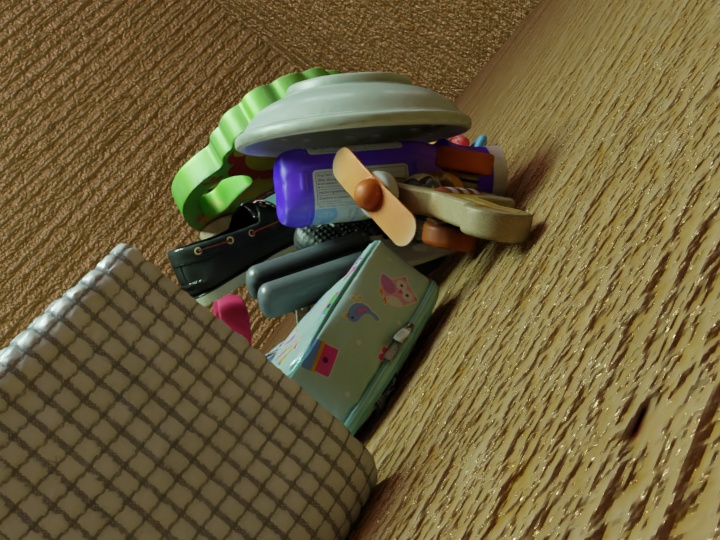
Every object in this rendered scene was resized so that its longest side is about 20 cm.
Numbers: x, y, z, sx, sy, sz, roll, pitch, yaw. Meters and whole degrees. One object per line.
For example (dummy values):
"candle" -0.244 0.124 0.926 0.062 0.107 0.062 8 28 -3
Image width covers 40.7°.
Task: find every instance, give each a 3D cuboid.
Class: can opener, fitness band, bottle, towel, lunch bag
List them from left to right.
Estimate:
"towel" -0.110 0.112 0.500 0.166 0.200 0.086 -53 3 -35
"fitness band" -0.127 0.124 0.970 0.144 0.037 0.201 -147 57 -75
"lunch bag" -0.022 0.072 0.743 0.161 0.077 0.200 -52 4 -35
"can opener" 0.000 0.000 0.839 0.199 0.053 0.067 -16 -51 -24
"bottle" 0.026 -0.077 0.838 0.084 0.199 0.066 162 102 -78

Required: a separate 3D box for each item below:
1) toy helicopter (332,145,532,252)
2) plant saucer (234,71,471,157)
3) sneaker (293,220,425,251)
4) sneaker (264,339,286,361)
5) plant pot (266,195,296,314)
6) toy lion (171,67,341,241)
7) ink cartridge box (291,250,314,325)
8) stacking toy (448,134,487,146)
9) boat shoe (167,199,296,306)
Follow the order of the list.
"toy helicopter" 0.057 -0.050 0.701 0.200 0.131 0.079 -145 65 -69
"plant saucer" -0.008 -0.132 0.814 0.200 0.199 0.051 -161 66 -86
"sneaker" 0.013 -0.023 0.939 0.199 0.074 0.080 -6 -44 -44
"sneaker" -0.077 0.106 1.068 0.077 0.076 0.200 -50 8 -9
"plant pot" -0.035 -0.054 1.258 0.201 0.200 0.161 -53 11 -27
"toy lion" -0.094 -0.114 0.936 0.199 0.069 0.192 -29 -16 -3
"ink cartridge box" -0.015 -0.006 1.059 0.200 0.067 0.117 -60 -31 -65
"stacking toy" 0.046 -0.164 1.197 0.116 0.200 0.110 -45 7 48
"boat shoe" -0.093 -0.038 0.933 0.201 0.063 0.074 -33 13 -32
